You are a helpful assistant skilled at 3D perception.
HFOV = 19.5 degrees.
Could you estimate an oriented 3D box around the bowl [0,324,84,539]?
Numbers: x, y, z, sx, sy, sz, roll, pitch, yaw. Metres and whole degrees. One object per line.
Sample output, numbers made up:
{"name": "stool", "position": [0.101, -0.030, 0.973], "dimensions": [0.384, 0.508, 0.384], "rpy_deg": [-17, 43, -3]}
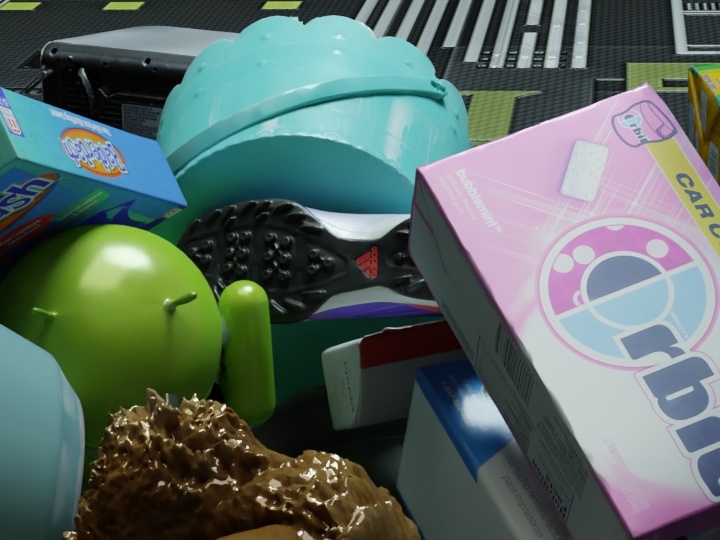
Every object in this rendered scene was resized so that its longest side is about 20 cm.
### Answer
{"name": "bowl", "position": [-0.186, 0.101, 0.922], "dimensions": [0.105, 0.201, 0.201], "rpy_deg": [13, 14, -18]}

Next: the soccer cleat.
{"name": "soccer cleat", "position": [0.000, 0.000, 1.114], "dimensions": [0.200, 0.068, 0.073], "rpy_deg": [-2, -15, 18]}

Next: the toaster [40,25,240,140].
{"name": "toaster", "position": [-0.103, -0.065, 1.378], "dimensions": [0.200, 0.181, 0.119], "rpy_deg": [8, 19, 30]}

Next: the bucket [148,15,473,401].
{"name": "bucket", "position": [-0.033, -0.032, 1.210], "dimensions": [0.207, 0.207, 0.135], "rpy_deg": [-1, 30, 3]}

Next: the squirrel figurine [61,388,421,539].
{"name": "squirrel figurine", "position": [-0.077, 0.147, 0.794], "dimensions": [0.186, 0.142, 0.200], "rpy_deg": [-11, 42, 38]}

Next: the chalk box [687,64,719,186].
{"name": "chalk box", "position": [0.336, -0.075, 1.462], "dimensions": [0.200, 0.125, 0.124], "rpy_deg": [-1, 19, -2]}

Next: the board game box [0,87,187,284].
{"name": "board game box", "position": [-0.192, -0.023, 1.033], "dimensions": [0.152, 0.045, 0.200], "rpy_deg": [-30, -13, 14]}

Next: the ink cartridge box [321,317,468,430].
{"name": "ink cartridge box", "position": [0.074, 0.040, 1.013], "dimensions": [0.161, 0.050, 0.200], "rpy_deg": [-11, -1, -10]}

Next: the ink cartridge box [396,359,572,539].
{"name": "ink cartridge box", "position": [0.137, 0.102, 0.953], "dimensions": [0.200, 0.084, 0.146], "rpy_deg": [-9, 39, -20]}

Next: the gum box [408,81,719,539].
{"name": "gum box", "position": [0.114, 0.031, 0.862], "dimensions": [0.113, 0.066, 0.200], "rpy_deg": [-20, 60, -15]}

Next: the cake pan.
{"name": "cake pan", "position": [0.032, 0.105, 1.085], "dimensions": [0.200, 0.037, 0.200], "rpy_deg": [-1, 18, 0]}

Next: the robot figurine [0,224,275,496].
{"name": "robot figurine", "position": [-0.133, 0.047, 1.063], "dimensions": [0.175, 0.116, 0.200], "rpy_deg": [-9, -18, -14]}
